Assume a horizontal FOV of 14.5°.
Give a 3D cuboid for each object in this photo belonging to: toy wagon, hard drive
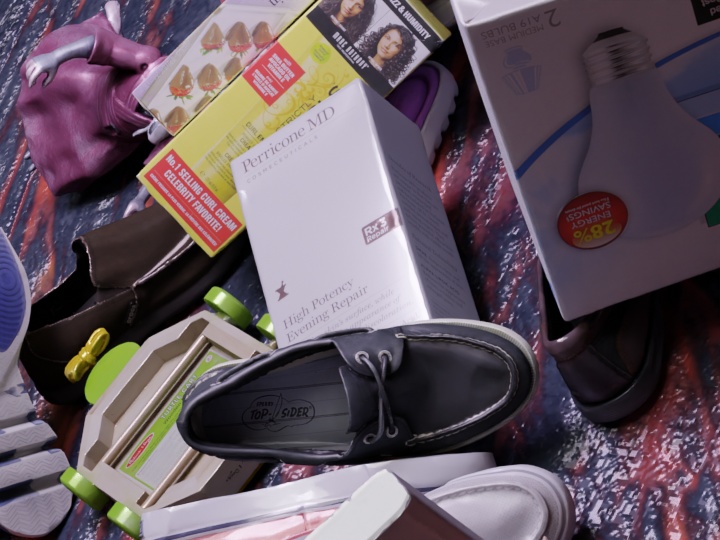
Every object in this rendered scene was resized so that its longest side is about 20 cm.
[{"bbox_3d":[-0.117,0.083,1.729,0.155,0.040,0.200,-51,33,-9],"label":"toy wagon"},{"bbox_3d":[0.010,0.174,1.349,0.132,0.200,0.026,-44,59,3],"label":"hard drive"}]

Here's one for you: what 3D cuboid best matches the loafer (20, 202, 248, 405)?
[{"bbox_3d":[-0.148,-0.001,1.822,0.200,0.071,0.073,-46,33,0],"label":"loafer"}]

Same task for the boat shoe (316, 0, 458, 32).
[{"bbox_3d":[0.003,-0.157,1.799,0.200,0.072,0.076,-34,0,4],"label":"boat shoe"}]

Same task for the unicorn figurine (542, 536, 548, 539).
[{"bbox_3d":[0.052,0.247,1.347,0.137,0.074,0.201,-19,55,21],"label":"unicorn figurine"}]

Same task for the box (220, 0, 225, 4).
[{"bbox_3d":[-0.010,-0.261,1.791,0.199,0.109,0.128,-22,12,15],"label":"box"}]

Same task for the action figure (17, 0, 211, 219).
[{"bbox_3d":[-0.152,-0.110,1.937,0.149,0.134,0.200,-33,19,-34],"label":"action figure"}]

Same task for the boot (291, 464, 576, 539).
[{"bbox_3d":[0.010,0.154,1.425,0.199,0.096,0.074,-27,76,10],"label":"boot"}]

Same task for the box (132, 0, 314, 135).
[{"bbox_3d":[-0.058,-0.164,1.742,0.200,0.039,0.041,-42,6,20],"label":"box"}]

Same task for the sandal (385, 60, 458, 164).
[{"bbox_3d":[0.001,-0.055,1.734,0.082,0.050,0.203,-16,41,38],"label":"sandal"}]

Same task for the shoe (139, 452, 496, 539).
[{"bbox_3d":[-0.017,0.157,1.519,0.199,0.071,0.091,-13,82,10],"label":"shoe"}]

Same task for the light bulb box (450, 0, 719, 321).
[{"bbox_3d":[0.158,-0.109,1.437,0.197,0.200,0.125,-19,38,5],"label":"light bulb box"}]

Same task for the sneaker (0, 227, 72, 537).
[{"bbox_3d":[-0.257,0.081,1.795,0.115,0.080,0.200,-21,80,48],"label":"sneaker"}]

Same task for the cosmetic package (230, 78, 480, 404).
[{"bbox_3d":[0.000,0.000,1.617,0.101,0.074,0.201,-33,51,19],"label":"cosmetic package"}]

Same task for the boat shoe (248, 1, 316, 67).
[{"bbox_3d":[-0.039,-0.157,1.856,0.202,0.086,0.075,-35,34,16],"label":"boat shoe"}]

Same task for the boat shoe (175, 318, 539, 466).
[{"bbox_3d":[-0.006,0.068,1.501,0.198,0.075,0.066,-2,5,18],"label":"boat shoe"}]

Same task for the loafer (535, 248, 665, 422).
[{"bbox_3d":[0.126,-0.009,1.533,0.072,0.063,0.200,-28,37,26],"label":"loafer"}]

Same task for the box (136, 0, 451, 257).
[{"bbox_3d":[-0.041,-0.102,1.739,0.200,0.075,0.050,-41,3,13],"label":"box"}]
